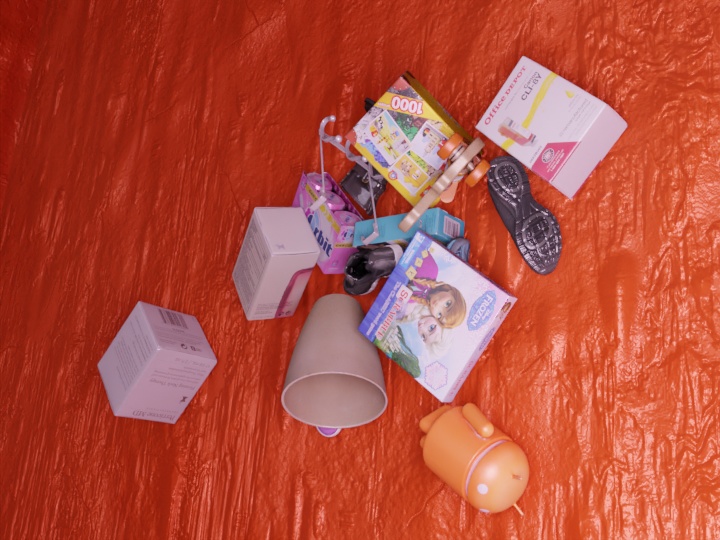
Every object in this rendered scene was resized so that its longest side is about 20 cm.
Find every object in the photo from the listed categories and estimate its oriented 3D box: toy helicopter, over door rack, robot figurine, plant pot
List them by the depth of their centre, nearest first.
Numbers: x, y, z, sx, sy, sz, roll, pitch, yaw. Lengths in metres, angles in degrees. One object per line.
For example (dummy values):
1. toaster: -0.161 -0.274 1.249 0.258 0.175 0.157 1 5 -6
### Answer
1. robot figurine: 0.172 0.283 1.194 0.199 0.116 0.145 33 99 45
2. toy helicopter: 0.132 -0.142 1.304 0.079 0.132 0.200 42 114 -1
3. over door rack: -0.012 -0.168 1.415 0.066 0.147 0.203 -26 46 38
4. plant pot: -0.043 0.151 1.430 0.186 0.186 0.202 -31 40 32

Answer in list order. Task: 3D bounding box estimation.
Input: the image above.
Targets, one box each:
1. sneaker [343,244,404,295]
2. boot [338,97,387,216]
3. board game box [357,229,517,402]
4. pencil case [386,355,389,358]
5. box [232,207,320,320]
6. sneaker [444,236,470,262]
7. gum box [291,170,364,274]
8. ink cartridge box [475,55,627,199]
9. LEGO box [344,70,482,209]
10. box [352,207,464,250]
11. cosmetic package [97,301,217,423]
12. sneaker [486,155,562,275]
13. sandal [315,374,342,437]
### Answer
1. sneaker: 0.000 0.000 1.450 0.200 0.089 0.068 -31 66 58
2. boot: 0.015 -0.229 1.567 0.174 0.069 0.201 -48 50 20
3. board game box: 0.120 0.072 1.280 0.199 0.041 0.202 37 102 30
4. pencil case: 0.101 0.068 1.367 0.087 0.077 0.203 170 114 -73
5. box: -0.173 -0.013 1.592 0.129 0.107 0.201 65 144 34
6. sneaker: 0.179 0.045 1.318 0.094 0.079 0.204 1 84 33
7. gum box: -0.070 -0.100 1.580 0.201 0.065 0.115 54 134 41
8. ink cartridge box: 0.302 -0.234 1.279 0.146 0.083 0.200 -55 46 14
9. LEGO box: 0.096 -0.225 1.397 0.149 0.200 0.077 -43 8 24
10. box: 0.085 -0.065 1.430 0.198 0.082 0.050 -7 69 43
11. cosmetic package: -0.465 0.212 1.803 0.201 0.166 0.167 -53 47 16
12. sneaker: 0.263 -0.085 1.276 0.075 0.091 0.203 -20 77 -2
13. sandal: -0.077 0.217 1.508 0.082 0.049 0.206 -27 58 35
